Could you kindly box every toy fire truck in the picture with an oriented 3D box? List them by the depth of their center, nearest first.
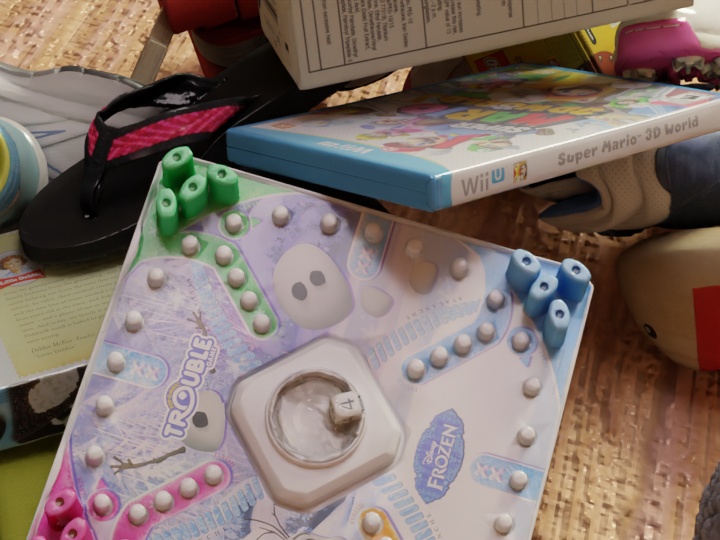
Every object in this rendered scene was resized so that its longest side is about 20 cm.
[{"bbox_3d":[-0.074,-0.126,1.099,0.198,0.176,0.130,-20,82,-6],"label":"toy fire truck"}]

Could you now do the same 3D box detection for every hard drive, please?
[{"bbox_3d":[0.000,0.000,0.951,0.135,0.042,0.200,35,13,-44],"label":"hard drive"}]

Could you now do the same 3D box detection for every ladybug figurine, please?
[{"bbox_3d":[0.229,0.012,0.999,0.198,0.073,0.136,-4,-3,18],"label":"ladybug figurine"}]

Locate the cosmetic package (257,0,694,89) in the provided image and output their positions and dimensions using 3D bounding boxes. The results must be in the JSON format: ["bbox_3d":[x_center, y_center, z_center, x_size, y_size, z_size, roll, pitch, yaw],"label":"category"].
[{"bbox_3d":[0.050,-0.164,0.933,0.198,0.104,0.087,-12,28,-10],"label":"cosmetic package"}]

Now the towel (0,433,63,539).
[{"bbox_3d":[-0.126,0.082,0.878,0.085,0.018,0.201,-6,38,-16],"label":"towel"}]

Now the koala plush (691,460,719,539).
[{"bbox_3d":[0.210,0.169,0.758,0.177,0.185,0.199,32,17,28],"label":"koala plush"}]

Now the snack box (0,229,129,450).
[{"bbox_3d":[-0.138,0.024,0.899,0.198,0.037,0.116,-15,38,-19],"label":"snack box"}]

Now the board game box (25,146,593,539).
[{"bbox_3d":[-0.018,0.061,0.817,0.198,0.026,0.202,16,68,3],"label":"board game box"}]

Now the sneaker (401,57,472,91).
[{"bbox_3d":[0.118,-0.101,1.160,0.198,0.082,0.088,-7,37,-26],"label":"sneaker"}]

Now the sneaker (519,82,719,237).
[{"bbox_3d":[0.152,-0.059,1.066,0.145,0.082,0.200,1,3,-6],"label":"sneaker"}]

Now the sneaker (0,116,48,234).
[{"bbox_3d":[-0.247,-0.047,0.906,0.198,0.080,0.131,-7,-2,-6],"label":"sneaker"}]

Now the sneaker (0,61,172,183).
[{"bbox_3d":[-0.187,-0.066,1.014,0.198,0.088,0.074,11,-6,26],"label":"sneaker"}]

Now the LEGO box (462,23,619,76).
[{"bbox_3d":[0.090,-0.202,1.068,0.077,0.201,0.149,-17,22,42],"label":"LEGO box"}]

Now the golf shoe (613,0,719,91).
[{"bbox_3d":[0.182,-0.142,1.037,0.075,0.093,0.199,-6,3,30],"label":"golf shoe"}]

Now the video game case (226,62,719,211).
[{"bbox_3d":[0.057,-0.067,0.920,0.199,0.018,0.142,-17,22,-39],"label":"video game case"}]

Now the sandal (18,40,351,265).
[{"bbox_3d":[-0.086,-0.072,0.936,0.199,0.045,0.075,-38,41,-21],"label":"sandal"}]
